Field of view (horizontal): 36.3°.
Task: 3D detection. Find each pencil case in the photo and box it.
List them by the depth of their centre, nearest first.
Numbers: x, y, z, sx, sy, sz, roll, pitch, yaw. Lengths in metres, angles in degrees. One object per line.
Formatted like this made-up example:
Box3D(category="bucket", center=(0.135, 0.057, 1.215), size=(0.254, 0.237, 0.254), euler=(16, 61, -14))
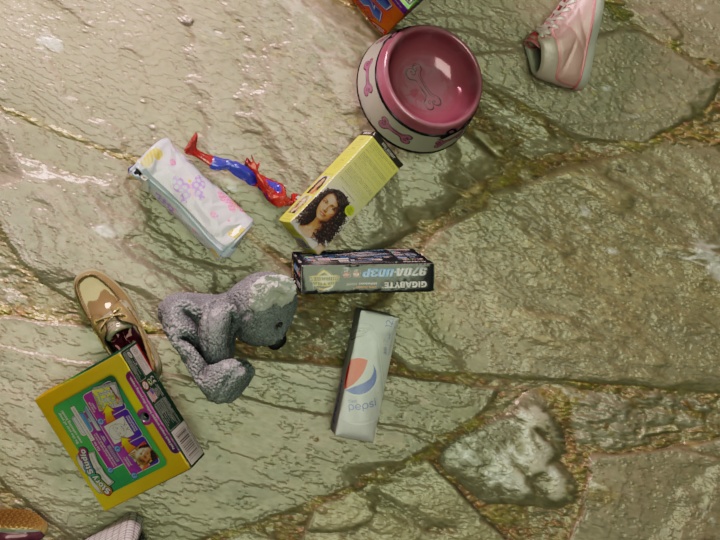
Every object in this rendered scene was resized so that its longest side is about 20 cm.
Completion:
Box3D(category="pencil case", center=(-0.254, -0.108, 1.654), size=(0.200, 0.091, 0.083), euler=(43, 107, -9))

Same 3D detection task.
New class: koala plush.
Box3D(category="koala plush", center=(-0.178, 0.072, 1.636), size=(0.200, 0.177, 0.184), euler=(-35, 86, -2))

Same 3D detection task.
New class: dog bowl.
Box3D(category="dog bowl", center=(0.098, -0.285, 1.684), size=(0.199, 0.074, 0.201), euler=(5, 76, -22))

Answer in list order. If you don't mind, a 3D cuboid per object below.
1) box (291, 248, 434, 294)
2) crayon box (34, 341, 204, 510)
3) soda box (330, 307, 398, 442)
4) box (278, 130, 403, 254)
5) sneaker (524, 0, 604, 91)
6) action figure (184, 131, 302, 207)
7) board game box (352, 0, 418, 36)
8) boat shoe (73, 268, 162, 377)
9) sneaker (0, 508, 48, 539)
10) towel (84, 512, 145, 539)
Box3D(category="box", center=(0.000, 0.000, 1.662), size=(0.199, 0.159, 0.046), euler=(-1, 99, -9))
Box3D(category="crayon box", center=(-0.357, 0.233, 1.631), size=(0.172, 0.058, 0.200), euler=(-28, 96, 22))
Box3D(category="soda box", center=(0.006, 0.161, 1.714), size=(0.063, 0.068, 0.201), euler=(12, 90, -9))
Box3D(category="box", center=(-0.029, -0.121, 1.688), size=(0.200, 0.050, 0.075), euler=(-49, 115, -13))
Box3D(category="sneaker", center=(0.320, -0.392, 1.742), size=(0.104, 0.075, 0.201), euler=(7, 95, -14))
Box3D(category="action figure", center=(-0.171, -0.147, 1.677), size=(0.200, 0.065, 0.052), euler=(32, 88, -15))
Box3D(category="board game box", center=(0.056, -0.506, 1.636), size=(0.200, 0.200, 0.200), euler=(-43, 97, -5))
Box3D(category="boat shoe", center=(-0.363, 0.085, 1.656), size=(0.074, 0.066, 0.200), euler=(-36, 96, -6))
Box3D(category="sneaker", center=(-0.564, 0.412, 1.638), size=(0.199, 0.075, 0.090), euler=(-3, 100, -2))
Box3D(category="towel", center=(-0.397, 0.455, 1.612), size=(0.200, 0.166, 0.086), euler=(-31, 99, -6))
